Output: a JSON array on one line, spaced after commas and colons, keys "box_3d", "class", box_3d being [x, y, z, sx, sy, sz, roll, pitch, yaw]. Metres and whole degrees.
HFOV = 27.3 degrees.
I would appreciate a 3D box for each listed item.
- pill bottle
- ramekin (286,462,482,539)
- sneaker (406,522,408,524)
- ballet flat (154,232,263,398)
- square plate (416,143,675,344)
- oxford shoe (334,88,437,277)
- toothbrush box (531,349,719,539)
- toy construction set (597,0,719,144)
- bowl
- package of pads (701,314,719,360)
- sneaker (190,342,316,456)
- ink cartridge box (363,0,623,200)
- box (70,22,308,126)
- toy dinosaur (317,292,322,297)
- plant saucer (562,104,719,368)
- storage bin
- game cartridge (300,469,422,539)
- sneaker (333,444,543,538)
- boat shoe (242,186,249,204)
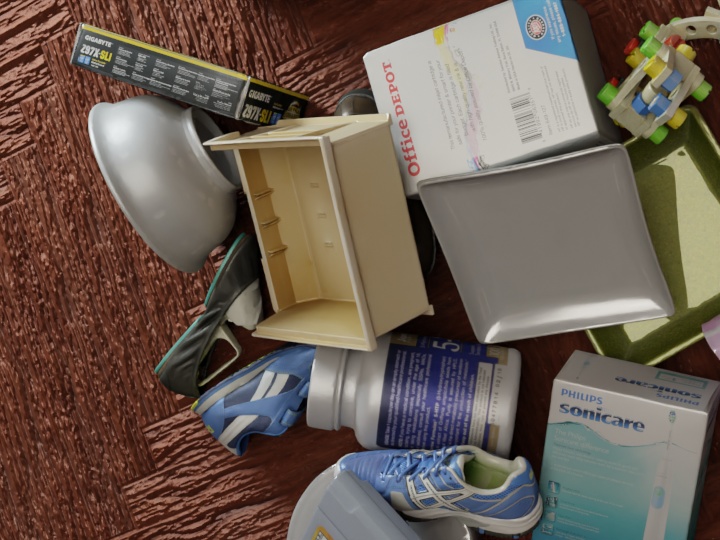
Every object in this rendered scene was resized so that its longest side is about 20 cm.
[{"box_3d": [0.052, 0.123, 1.457, 0.199, 0.120, 0.120, 8, 93, 3], "class": "pill bottle"}, {"box_3d": [0.032, 0.282, 1.503, 0.202, 0.094, 0.203, 0, 90, 19], "class": "ramekin"}, {"box_3d": [0.018, 0.333, 1.433, 0.090, 0.078, 0.201, -13, 85, 39], "class": "sneaker"}, {"box_3d": [-0.144, 0.054, 1.582, 0.068, 0.068, 0.200, 35, 112, 6], "class": "ballet flat"}, {"box_3d": [0.176, -0.025, 1.388, 0.197, 0.028, 0.200, -10, 125, 21], "class": "square plate"}, {"box_3d": [0.018, -0.073, 1.459, 0.072, 0.084, 0.200, -21, 106, 14], "class": "oxford shoe"}, {"box_3d": [0.249, 0.193, 1.405, 0.146, 0.085, 0.201, 11, 111, 19], "class": "toothbrush box"}, {"box_3d": [0.292, -0.194, 1.376, 0.092, 0.200, 0.131, 48, 144, 3], "class": "toy construction set"}, {"box_3d": [-0.183, -0.105, 1.519, 0.090, 0.201, 0.202, -30, 81, 13], "class": "bowl"}, {"box_3d": [0.425, 0.053, 1.350, 0.200, 0.076, 0.121, -32, 114, 17], "class": "package of pads"}, {"box_3d": [-0.079, 0.123, 1.554, 0.200, 0.074, 0.082, -31, 89, 19], "class": "sneaker"}, {"box_3d": [0.130, -0.165, 1.436, 0.199, 0.145, 0.148, -16, 85, 19], "class": "ink cartridge box"}, {"box_3d": [-0.173, -0.196, 1.534, 0.199, 0.160, 0.049, 20, 94, 19], "class": "box"}, {"box_3d": [0.000, 0.000, 1.530, 0.199, 0.058, 0.101, -9, 86, 19], "class": "toy dinosaur"}, {"box_3d": [0.287, -0.025, 1.434, 0.200, 0.048, 0.200, -32, 80, 17], "class": "plant saucer"}, {"box_3d": [-0.045, -0.040, 1.416, 0.198, 0.094, 0.201, 3, 112, 48], "class": "storage bin"}, {"box_3d": [-0.012, 0.301, 1.381, 0.133, 0.041, 0.200, 46, 125, 34], "class": "game cartridge"}, {"box_3d": [0.073, 0.191, 1.389, 0.199, 0.076, 0.077, 5, 133, 11], "class": "sneaker"}, {"box_3d": [-0.037, -0.110, 1.533, 0.199, 0.074, 0.068, -21, 83, 20], "class": "boat shoe"}]
